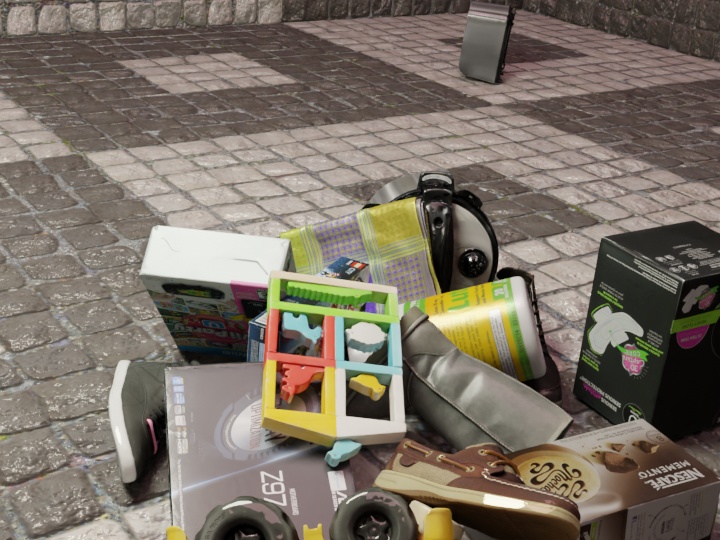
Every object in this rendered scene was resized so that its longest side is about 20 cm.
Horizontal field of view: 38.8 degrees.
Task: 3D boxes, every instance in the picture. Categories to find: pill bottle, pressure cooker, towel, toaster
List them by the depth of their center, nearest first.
[{"bbox_3d":[0.092,0.082,1.109,0.200,0.111,0.111,-14,22,10],"label":"pill bottle"},{"bbox_3d":[0.000,0.000,1.215,0.200,0.144,0.023,-11,-4,25],"label":"towel"},{"bbox_3d":[0.085,-0.029,1.289,0.179,0.176,0.200,-39,13,7],"label":"pressure cooker"},{"bbox_3d":[0.323,-0.591,2.602,0.118,0.200,0.181,11,25,4],"label":"toaster"}]

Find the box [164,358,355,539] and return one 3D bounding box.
[{"bbox_3d":[-0.092,0.173,0.915,0.160,0.044,0.200,-1,47,-12],"label":"box"}]

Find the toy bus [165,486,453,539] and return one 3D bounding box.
[{"bbox_3d":[-0.028,0.257,0.694,0.199,0.136,0.192,-6,62,0],"label":"toy bus"}]

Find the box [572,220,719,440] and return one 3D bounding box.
[{"bbox_3d":[0.340,0.066,1.120,0.148,0.200,0.124,-9,28,-29],"label":"box"}]

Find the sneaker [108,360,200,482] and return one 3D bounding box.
[{"bbox_3d":[-0.195,0.140,1.019,0.099,0.071,0.200,-4,21,-8],"label":"sneaker"}]

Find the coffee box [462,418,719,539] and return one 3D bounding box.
[{"bbox_3d":[0.208,0.211,0.918,0.200,0.080,0.113,-8,26,-25],"label":"coffee box"}]

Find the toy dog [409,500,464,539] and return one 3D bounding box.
[{"bbox_3d":[0.099,0.260,0.782,0.096,0.132,0.200,35,6,-40],"label":"toy dog"}]

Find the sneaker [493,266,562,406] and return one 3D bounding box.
[{"bbox_3d":[0.184,0.077,1.185,0.075,0.106,0.200,-1,25,-12],"label":"sneaker"}]

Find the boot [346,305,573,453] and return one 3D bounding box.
[{"bbox_3d":[0.082,0.155,1.015,0.200,0.182,0.073,40,10,11],"label":"boot"}]

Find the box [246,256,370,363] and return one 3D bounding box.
[{"bbox_3d":[-0.055,0.082,1.094,0.038,0.137,0.200,16,27,22],"label":"box"}]

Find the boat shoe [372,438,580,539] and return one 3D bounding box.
[{"bbox_3d":[0.098,0.173,0.844,0.200,0.072,0.072,-2,53,48],"label":"boat shoe"}]

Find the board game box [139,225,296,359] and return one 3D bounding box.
[{"bbox_3d":[-0.144,0.031,1.127,0.147,0.200,0.064,7,64,7],"label":"board game box"}]

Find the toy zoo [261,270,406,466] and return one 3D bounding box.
[{"bbox_3d":[-0.025,0.090,0.953,0.131,0.020,0.200,8,49,-11],"label":"toy zoo"}]
